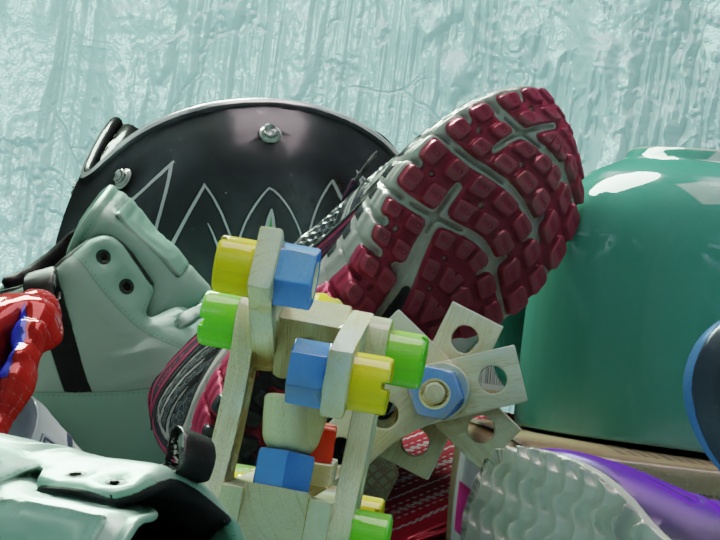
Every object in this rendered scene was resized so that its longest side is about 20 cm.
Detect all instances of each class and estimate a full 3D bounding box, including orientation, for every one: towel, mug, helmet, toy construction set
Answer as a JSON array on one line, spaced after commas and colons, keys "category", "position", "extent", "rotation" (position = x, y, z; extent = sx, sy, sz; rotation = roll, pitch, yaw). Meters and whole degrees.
[{"category": "towel", "position": [0.033, 0.101, 1.268], "extent": [0.144, 0.023, 0.200], "rotation": [-19, 11, -26]}, {"category": "mug", "position": [0.127, 0.012, 1.068], "extent": [0.185, 0.115, 0.152], "rotation": [7, -1, 19]}, {"category": "helmet", "position": [-0.053, 0.011, 1.248], "extent": [0.200, 0.200, 0.191], "rotation": [8, 13, -10]}, {"category": "toy construction set", "position": [-0.011, 0.057, 0.896], "extent": [0.092, 0.131, 0.200], "rotation": [9, -1, 19]}]

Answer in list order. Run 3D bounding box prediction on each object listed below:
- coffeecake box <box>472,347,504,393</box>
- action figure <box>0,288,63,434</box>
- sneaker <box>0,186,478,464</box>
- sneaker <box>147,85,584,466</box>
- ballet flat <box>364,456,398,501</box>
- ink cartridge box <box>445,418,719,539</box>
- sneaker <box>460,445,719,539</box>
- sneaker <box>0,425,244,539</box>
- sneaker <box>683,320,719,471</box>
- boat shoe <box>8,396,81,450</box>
[{"category": "coffeecake box", "position": [0.173, 0.040, 1.307], "extent": [0.200, 0.073, 0.153], "rotation": [8, -3, -27]}, {"category": "action figure", "position": [-0.151, 0.049, 0.916], "extent": [0.065, 0.052, 0.200], "rotation": [-3, 22, 24]}, {"category": "sneaker", "position": [-0.051, 0.013, 1.074], "extent": [0.200, 0.118, 0.074], "rotation": [-22, 12, -5]}, {"category": "sneaker", "position": [0.000, 0.000, 1.008], "extent": [0.075, 0.200, 0.081], "rotation": [25, -28, 58]}, {"category": "ballet flat", "position": [-0.084, 0.094, 1.146], "extent": [0.200, 0.068, 0.062], "rotation": [4, 24, 18]}, {"category": "ink cartridge box", "position": [0.124, 0.106, 1.052], "extent": [0.164, 0.075, 0.200], "rotation": [7, 0, -4]}, {"category": "sneaker", "position": [0.124, 0.110, 0.866], "extent": [0.200, 0.070, 0.099], "rotation": [19, 6, 43]}, {"category": "sneaker", "position": [-0.125, 0.065, 0.755], "extent": [0.200, 0.074, 0.118], "rotation": [12, -9, -41]}, {"category": "sneaker", "position": [0.146, 0.051, 0.811], "extent": [0.078, 0.066, 0.200], "rotation": [11, -4, 45]}, {"category": "boat shoe", "position": [-0.159, 0.077, 1.035], "extent": [0.065, 0.074, 0.200], "rotation": [45, -14, -31]}]
